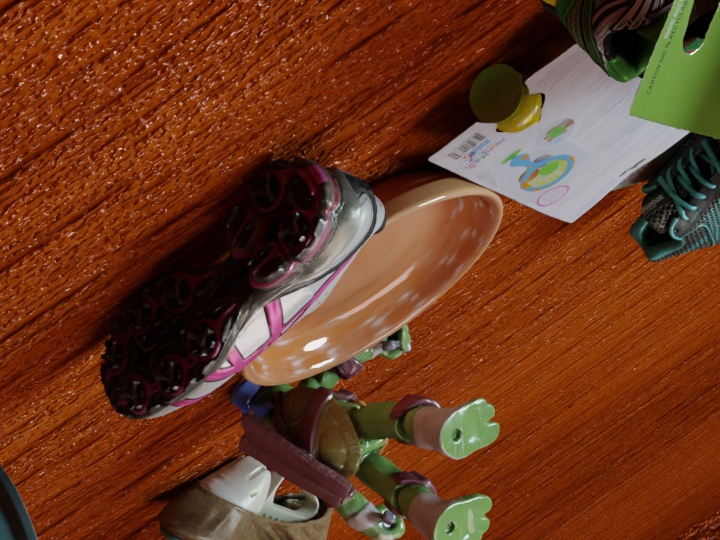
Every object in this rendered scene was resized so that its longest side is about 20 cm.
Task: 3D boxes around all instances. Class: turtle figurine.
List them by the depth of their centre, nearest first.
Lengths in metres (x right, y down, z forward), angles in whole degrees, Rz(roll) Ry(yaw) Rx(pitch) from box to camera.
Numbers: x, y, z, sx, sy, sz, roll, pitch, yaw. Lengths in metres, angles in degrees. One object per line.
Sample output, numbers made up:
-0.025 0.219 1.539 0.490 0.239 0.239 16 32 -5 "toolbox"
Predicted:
0.029 0.114 1.426 0.200 0.194 0.144 36 79 -40 "turtle figurine"

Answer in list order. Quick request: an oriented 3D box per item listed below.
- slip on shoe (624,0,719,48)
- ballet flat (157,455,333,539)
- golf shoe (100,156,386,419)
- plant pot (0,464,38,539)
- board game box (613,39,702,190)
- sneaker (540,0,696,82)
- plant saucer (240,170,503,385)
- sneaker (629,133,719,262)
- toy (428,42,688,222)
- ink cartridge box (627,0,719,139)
0.216 -0.165 1.241 0.200 0.061 0.076 -15 153 -45 "slip on shoe"
-0.080 0.181 1.573 0.200 0.068 0.073 22 97 -55 "ballet flat"
-0.065 0.021 1.181 0.200 0.073 0.092 -42 151 21 "golf shoe"
-0.294 0.193 1.066 0.195 0.201 0.200 -6 147 -42 "plant pot"
0.220 -0.110 1.432 0.200 0.029 0.135 -16 155 -45 "board game box"
0.158 -0.176 1.080 0.078 0.085 0.200 -27 159 -21 "sneaker"
0.000 0.000 1.315 0.200 0.038 0.200 -30 160 -12 "plant saucer"
0.242 -0.058 1.445 0.091 0.078 0.200 -26 158 -14 "sneaker"
0.125 -0.095 1.282 0.115 0.047 0.200 -38 157 20 "toy"
0.248 -0.118 1.083 0.200 0.076 0.148 9 108 -47 "ink cartridge box"
